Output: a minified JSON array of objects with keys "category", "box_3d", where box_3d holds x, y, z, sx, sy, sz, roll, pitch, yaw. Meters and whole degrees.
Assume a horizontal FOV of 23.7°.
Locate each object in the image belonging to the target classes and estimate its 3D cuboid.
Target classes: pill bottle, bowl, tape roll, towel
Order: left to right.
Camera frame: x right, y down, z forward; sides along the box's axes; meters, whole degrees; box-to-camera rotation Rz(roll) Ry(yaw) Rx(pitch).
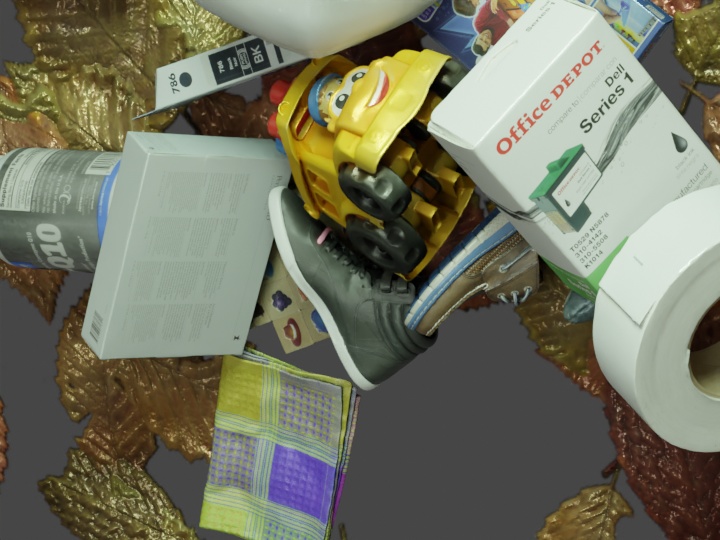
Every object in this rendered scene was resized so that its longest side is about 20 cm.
[{"category":"pill bottle","box_3d":[-0.280,-0.056,1.602,0.198,0.114,0.115,4,106,24]},{"category":"towel","box_3d":[-0.080,0.176,1.628,0.142,0.023,0.202,18,111,18]},{"category":"bowl","box_3d":[-0.035,-0.241,1.386,0.199,0.199,0.075,28,133,37]},{"category":"tape roll","box_3d":[0.281,0.037,1.330,0.071,0.201,0.204,52,130,54]}]

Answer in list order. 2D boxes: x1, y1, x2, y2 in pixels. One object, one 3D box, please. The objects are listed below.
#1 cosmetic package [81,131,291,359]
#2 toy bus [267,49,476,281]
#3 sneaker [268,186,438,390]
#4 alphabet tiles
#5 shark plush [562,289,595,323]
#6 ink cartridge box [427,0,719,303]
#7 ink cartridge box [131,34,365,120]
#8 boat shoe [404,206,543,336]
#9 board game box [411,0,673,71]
[{"category":"cosmetic package","box_3d":[-0.154,-0.020,1.528,0.052,0.150,0.202,43,123,48]},{"category":"toy bus","box_3d":[-0.005,-0.113,1.416,0.191,0.200,0.136,29,72,22]},{"category":"sneaker","box_3d":[0.000,0.000,1.513,0.099,0.071,0.201,-25,100,26]},{"category":"alphabet tiles","box_3d":[-0.046,-0.020,1.567,0.199,0.006,0.168,-21,96,27]},{"category":"shark plush","box_3d":[0.258,-0.011,1.388,0.198,0.083,0.092,-19,96,27]},{"category":"ink cartridge box","box_3d":[0.171,-0.090,1.327,0.146,0.084,0.200,-48,119,-3]},{"category":"ink cartridge box","box_3d":[-0.103,-0.181,1.495,0.198,0.099,0.040,-17,96,26]},{"category":"boat shoe","box_3d":[0.122,-0.009,1.437,0.072,0.072,0.200,44,100,-3]},{"category":"board game box","box_3d":[0.138,-0.213,1.413,0.200,0.034,0.136,41,116,10]}]
